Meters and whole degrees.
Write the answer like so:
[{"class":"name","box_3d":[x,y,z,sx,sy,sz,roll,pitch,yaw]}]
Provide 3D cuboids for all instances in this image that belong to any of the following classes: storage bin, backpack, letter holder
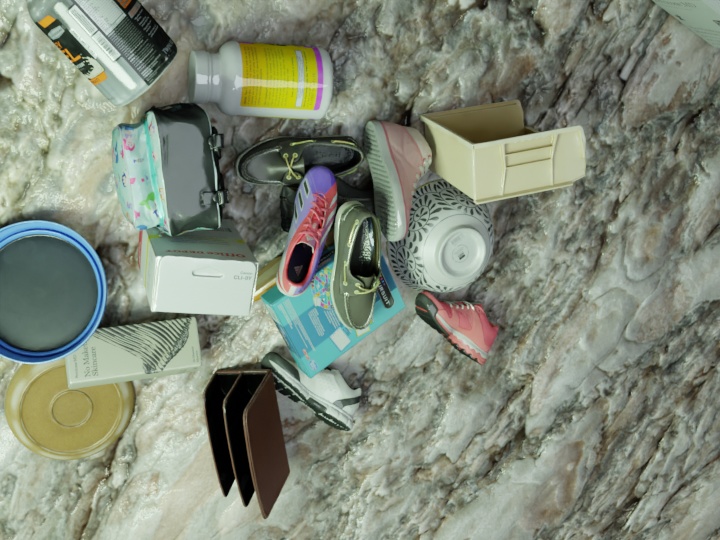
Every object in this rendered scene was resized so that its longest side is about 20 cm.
[{"class":"storage bin","box_3d":[0.222,-0.193,1.394,0.195,0.200,0.095,-12,114,-16]},{"class":"backpack","box_3d":[-0.267,-0.140,1.233,0.148,0.200,0.181,-8,103,-13]},{"class":"letter holder","box_3d":[-0.192,0.282,1.430,0.099,0.142,0.203,-2,113,13]}]

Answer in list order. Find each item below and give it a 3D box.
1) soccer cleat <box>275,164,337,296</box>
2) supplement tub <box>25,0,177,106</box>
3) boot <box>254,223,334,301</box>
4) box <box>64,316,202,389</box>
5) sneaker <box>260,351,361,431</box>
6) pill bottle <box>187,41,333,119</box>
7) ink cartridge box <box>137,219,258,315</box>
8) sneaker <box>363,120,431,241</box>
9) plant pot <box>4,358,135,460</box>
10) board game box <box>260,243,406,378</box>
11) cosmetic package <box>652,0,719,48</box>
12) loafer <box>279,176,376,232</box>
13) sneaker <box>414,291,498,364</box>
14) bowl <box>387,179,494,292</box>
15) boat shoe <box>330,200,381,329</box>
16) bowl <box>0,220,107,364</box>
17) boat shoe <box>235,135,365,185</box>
[{"class":"soccer cleat","box_3d":[-0.074,-0.061,1.310,0.067,0.073,0.203,18,82,-10]},{"class":"supplement tub","box_3d":[-0.349,-0.329,1.176,0.122,0.123,0.200,-42,117,-1]},{"class":"boot","box_3d":[-0.079,0.032,1.437,0.200,0.071,0.145,-37,117,-9]},{"class":"box","box_3d":[-0.347,0.125,1.354,0.197,0.068,0.084,-7,80,-22]},{"class":"sneaker","box_3d":[-0.082,0.190,1.505,0.199,0.073,0.081,38,64,-22]},{"class":"pill bottle","box_3d":[-0.145,-0.274,1.282,0.197,0.104,0.106,-1,110,-20]},{"class":"ink cartridge box","box_3d":[-0.241,-0.011,1.288,0.143,0.200,0.085,3,108,-21]},{"class":"sneaker","box_3d":[0.072,-0.142,1.383,0.103,0.075,0.203,0,66,-25]},{"class":"plant pot","box_3d":[-0.452,0.212,1.389,0.197,0.027,0.204,-7,110,-18]},{"class":"board game box","box_3d":[-0.040,0.049,1.404,0.199,0.047,0.152,-35,121,-16]},{"class":"cosmetic package","box_3d":[0.612,-0.477,1.456,0.198,0.165,0.167,24,100,-25]},{"class":"loafer","box_3d":[-0.032,-0.113,1.403,0.197,0.073,0.074,-13,109,-17]},{"class":"sneaker","box_3d":[0.170,0.080,1.558,0.200,0.073,0.087,41,82,-34]},{"class":"bowl","box_3d":[0.152,-0.042,1.483,0.197,0.094,0.204,-7,111,-19]},{"class":"boat shoe","box_3d":[-0.003,0.001,1.344,0.071,0.060,0.205,-11,112,-27]},{"class":"bowl","box_3d":[-0.462,0.031,1.271,0.197,0.039,0.205,1,85,-10]},{"class":"boat shoe","box_3d":[-0.091,-0.170,1.363,0.198,0.061,0.073,-12,110,-16]}]
